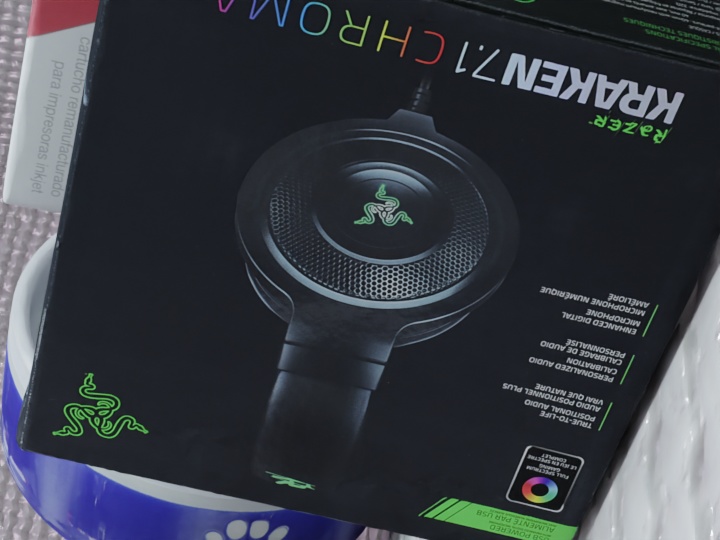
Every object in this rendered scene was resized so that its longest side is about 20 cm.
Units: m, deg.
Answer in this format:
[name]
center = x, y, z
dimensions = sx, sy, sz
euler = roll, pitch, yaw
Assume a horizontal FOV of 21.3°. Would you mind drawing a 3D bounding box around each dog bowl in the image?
[dog bowl]
center = -0.074, 0.055, 0.935
dimensions = 0.201, 0.198, 0.079
euler = -86, 9, -52

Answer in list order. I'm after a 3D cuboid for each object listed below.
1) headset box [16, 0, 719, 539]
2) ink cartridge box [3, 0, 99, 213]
[headset box]
center = 0.002, -0.019, 0.552
dimensions = 0.093, 0.172, 0.201
euler = -85, 11, -50
[ink cartridge box]
center = -0.004, -0.080, 0.619
dimensions = 0.083, 0.198, 0.148
euler = -90, 14, -49
